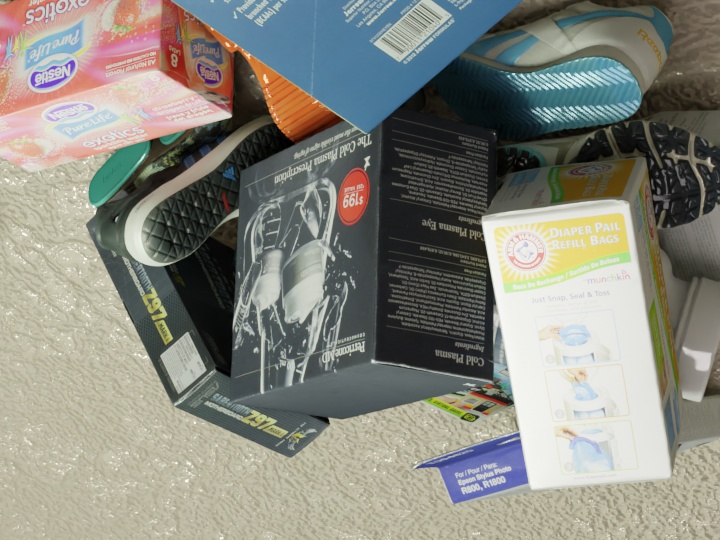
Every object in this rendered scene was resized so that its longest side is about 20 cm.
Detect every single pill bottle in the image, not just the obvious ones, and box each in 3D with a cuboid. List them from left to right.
[{"bbox_3d":[0.172,0.029,1.445,0.199,0.120,0.120,17,132,11],"label":"pill bottle"}]

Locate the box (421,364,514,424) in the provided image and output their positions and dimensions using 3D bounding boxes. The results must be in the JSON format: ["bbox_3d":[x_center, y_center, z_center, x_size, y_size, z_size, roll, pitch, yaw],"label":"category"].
[{"bbox_3d":[0.058,0.062,1.559,0.200,0.035,0.110,26,141,-35],"label":"box"}]

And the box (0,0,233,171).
[{"bbox_3d":[-0.201,-0.154,1.457,0.199,0.103,0.095,-12,157,30],"label":"box"}]

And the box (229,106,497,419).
[{"bbox_3d":[0.000,0.000,1.373,0.104,0.183,0.200,10,163,-31],"label":"box"}]

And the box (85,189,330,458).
[{"bbox_3d":[-0.120,0.042,1.520,0.051,0.200,0.158,-40,143,14],"label":"box"}]

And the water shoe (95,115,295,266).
[{"bbox_3d":[-0.121,-0.070,1.478,0.079,0.200,0.072,10,120,40],"label":"water shoe"}]

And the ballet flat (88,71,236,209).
[{"bbox_3d":[-0.141,-0.104,1.537,0.074,0.074,0.200,39,132,-14],"label":"ballet flat"}]

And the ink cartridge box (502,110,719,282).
[{"bbox_3d":[0.223,-0.046,1.472,0.199,0.047,0.161,5,132,38],"label":"ink cartridge box"}]

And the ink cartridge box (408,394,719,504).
[{"bbox_3d":[0.172,0.146,1.552,0.199,0.200,0.041,-21,76,33],"label":"ink cartridge box"}]

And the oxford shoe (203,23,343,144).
[{"bbox_3d":[-0.043,-0.161,1.436,0.071,0.073,0.200,-24,113,32],"label":"oxford shoe"}]

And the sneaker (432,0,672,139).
[{"bbox_3d":[0.135,-0.148,1.388,0.199,0.081,0.077,3,134,43],"label":"sneaker"}]

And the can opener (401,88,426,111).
[{"bbox_3d":[0.001,-0.190,1.403,0.052,0.067,0.201,-18,128,2],"label":"can opener"}]

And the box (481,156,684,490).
[{"bbox_3d":[0.157,0.034,1.324,0.101,0.113,0.201,-6,108,17],"label":"box"}]

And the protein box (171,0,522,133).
[{"bbox_3d":[-0.006,-0.234,1.227,0.200,0.135,0.198,32,128,-26],"label":"protein box"}]

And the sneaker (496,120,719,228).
[{"bbox_3d":[0.171,-0.074,1.393,0.199,0.086,0.078,0,103,15],"label":"sneaker"}]

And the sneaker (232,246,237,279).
[{"bbox_3d":[-0.008,-0.018,1.532,0.199,0.078,0.080,-2,159,11],"label":"sneaker"}]
